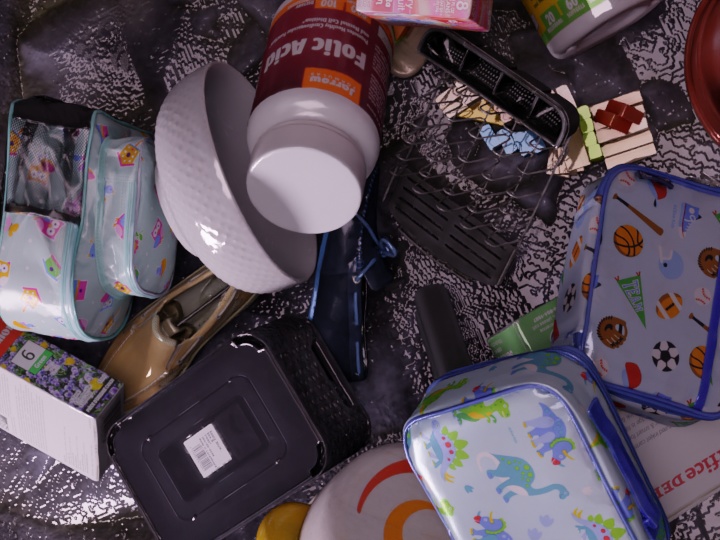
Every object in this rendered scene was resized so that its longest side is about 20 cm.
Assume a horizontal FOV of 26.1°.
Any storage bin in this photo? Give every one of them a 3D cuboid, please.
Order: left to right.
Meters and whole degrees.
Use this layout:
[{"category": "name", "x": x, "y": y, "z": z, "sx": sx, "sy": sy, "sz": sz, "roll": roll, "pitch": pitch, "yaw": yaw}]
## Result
[{"category": "storage bin", "x": -0.107, "y": 0.145, "z": 1.356, "sx": 0.199, "sy": 0.094, "sz": 0.136, "roll": -35, "pitch": 83, "yaw": 26}]

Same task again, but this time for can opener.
[{"category": "can opener", "x": 0.095, "y": 0.100, "z": 1.323, "sx": 0.066, "sy": 0.053, "sz": 0.201, "roll": -16, "pitch": 55, "yaw": -9}]

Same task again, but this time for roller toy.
[{"category": "roller toy", "x": 0.027, "y": 0.252, "z": 1.304, "sx": 0.198, "sy": 0.140, "sz": 0.184, "roll": -18, "pitch": 72, "yaw": -33}]

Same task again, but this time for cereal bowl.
[{"category": "cereal bowl", "x": -0.117, "y": -0.071, "z": 1.327, "sx": 0.083, "sy": 0.200, "sz": 0.202, "roll": -21, "pitch": 86, "yaw": 17}]

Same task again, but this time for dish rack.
[{"category": "dish rack", "x": 0.092, "y": -0.090, "z": 1.321, "sx": 0.153, "sy": 0.054, "sz": 0.202, "roll": 38, "pitch": 122, "yaw": 24}]

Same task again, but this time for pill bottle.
[{"category": "pill bottle", "x": -0.035, "y": -0.136, "z": 1.305, "sx": 0.113, "sy": 0.115, "sz": 0.202, "roll": -3, "pitch": 46, "yaw": 11}, {"category": "pill bottle", "x": 0.165, "y": -0.293, "z": 1.316, "sx": 0.110, "sy": 0.111, "sz": 0.202, "roll": -29, "pitch": 85, "yaw": 10}]

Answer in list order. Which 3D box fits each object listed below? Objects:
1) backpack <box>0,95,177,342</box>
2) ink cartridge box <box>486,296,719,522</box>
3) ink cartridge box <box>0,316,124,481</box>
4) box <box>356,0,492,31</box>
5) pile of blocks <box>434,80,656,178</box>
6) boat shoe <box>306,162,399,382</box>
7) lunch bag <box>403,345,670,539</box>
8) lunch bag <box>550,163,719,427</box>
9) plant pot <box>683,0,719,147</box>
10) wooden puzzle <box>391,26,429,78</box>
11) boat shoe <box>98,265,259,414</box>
[{"category": "backpack", "x": -0.240, "y": -0.036, "z": 1.365, "sx": 0.151, "sy": 0.176, "sz": 0.203, "roll": 15, "pitch": 89, "yaw": 10}, {"category": "ink cartridge box", "x": 0.218, "y": 0.108, "z": 1.294, "sx": 0.144, "sy": 0.088, "sz": 0.202, "roll": -26, "pitch": 84, "yaw": -18}, {"category": "ink cartridge box", "x": -0.309, "y": 0.103, "z": 1.414, "sx": 0.198, "sy": 0.110, "sz": 0.051, "roll": 27, "pitch": 53, "yaw": 13}, {"category": "box", "x": 0.060, "y": -0.296, "z": 1.224, "sx": 0.093, "sy": 0.103, "sz": 0.203, "roll": 6, "pitch": 94, "yaw": 14}, {"category": "pile of blocks", "x": 0.158, "y": -0.126, "z": 1.344, "sx": 0.197, "sy": 0.062, "sz": 0.083, "roll": 8, "pitch": 92, "yaw": 12}, {"category": "boat shoe", "x": 0.000, "y": 0.000, "z": 1.377, "sx": 0.068, "sy": 0.084, "sz": 0.202, "roll": 14, "pitch": 109, "yaw": 11}, {"category": "lunch bag", "x": 0.139, "y": 0.163, "z": 1.190, "sx": 0.160, "sy": 0.083, "sz": 0.201, "roll": -20, "pitch": 106, "yaw": 33}, {"category": "lunch bag", "x": 0.241, "y": 0.017, "z": 1.238, "sx": 0.158, "sy": 0.076, "sz": 0.202, "roll": 17, "pitch": 74, "yaw": -10}, {"category": "plant pot", "x": 0.360, "y": -0.179, "z": 1.235, "sx": 0.198, "sy": 0.195, "sz": 0.204, "roll": 0, "pitch": 91, "yaw": 11}, {"category": "wooden puzzle", "x": 0.019, "y": -0.290, "z": 1.337, "sx": 0.185, "sy": 0.037, "sz": 0.200, "roll": 45, "pitch": 134, "yaw": 8}, {"category": "boat shoe", "x": -0.175, "y": 0.055, "z": 1.404, "sx": 0.072, "sy": 0.076, "sz": 0.200, "roll": 45, "pitch": 99, "yaw": 6}]
